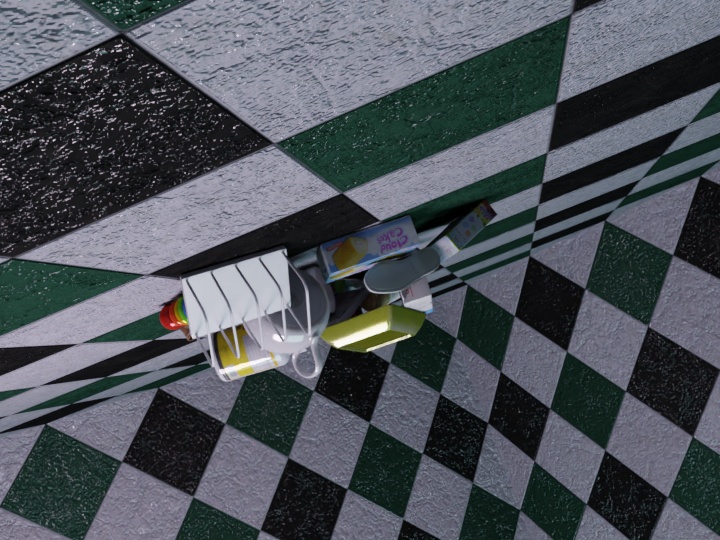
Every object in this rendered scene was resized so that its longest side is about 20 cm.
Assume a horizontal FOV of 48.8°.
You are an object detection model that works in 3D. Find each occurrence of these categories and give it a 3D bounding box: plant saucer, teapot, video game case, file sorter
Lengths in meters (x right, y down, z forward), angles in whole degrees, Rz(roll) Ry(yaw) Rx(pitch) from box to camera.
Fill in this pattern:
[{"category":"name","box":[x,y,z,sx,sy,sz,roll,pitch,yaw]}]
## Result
[{"category":"plant saucer","box":[0.032,0.140,1.807,0.199,0.048,0.199,-22,161,24]},{"category":"teapot","box":[-0.161,0.100,1.630,0.196,0.201,0.147,16,135,-11]},{"category":"video game case","box":[-0.089,0.099,1.891,0.199,0.018,0.143,-12,-155,35]},{"category":"file sorter","box":[-0.202,0.068,1.425,0.198,0.125,0.140,-17,129,-21]}]

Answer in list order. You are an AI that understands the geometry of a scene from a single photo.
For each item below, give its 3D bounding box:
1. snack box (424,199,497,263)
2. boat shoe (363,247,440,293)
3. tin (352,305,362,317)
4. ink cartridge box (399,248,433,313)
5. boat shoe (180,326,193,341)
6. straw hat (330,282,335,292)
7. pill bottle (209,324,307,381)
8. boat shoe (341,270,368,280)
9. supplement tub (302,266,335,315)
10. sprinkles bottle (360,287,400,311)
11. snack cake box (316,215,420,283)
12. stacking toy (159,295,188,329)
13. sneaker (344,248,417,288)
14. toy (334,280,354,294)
[{"category":"snack box","box":[0.216,-0.077,1.846,0.142,0.053,0.200,-43,-179,-24]},{"category":"boat shoe","box":[0.081,0.010,1.674,0.199,0.076,0.060,-16,167,-32]},{"category":"tin","box":[-0.063,0.116,1.973,0.111,0.042,0.200,-10,180,-23]},{"category":"ink cartridge box","box":[0.116,0.028,1.803,0.067,0.117,0.200,-18,163,2]},{"category":"boat shoe","box":[-0.331,0.103,1.755,0.075,0.072,0.199,-12,169,-47]},{"category":"straw hat","box":[-0.076,0.052,2.023,0.199,0.086,0.201,-20,172,-3]},{"category":"pill bottle","box":[-0.222,0.165,1.744,0.198,0.113,0.112,-16,173,2]},{"category":"boat shoe","box":[0.000,0.000,1.774,0.199,0.057,0.067,4,131,-42]},{"category":"supplement tub","box":[-0.168,0.079,1.832,0.199,0.124,0.122,-22,173,13]},{"category":"sprinkles bottle","box":[0.078,0.042,1.978,0.068,0.069,0.199,-27,179,43]},{"category":"snack cake box","box":[0.013,-0.043,1.653,0.198,0.068,0.115,-19,172,-11]},{"category":"stacking toy","box":[-0.331,0.077,1.567,0.085,0.086,0.199,-13,174,-45]},{"category":"sneaker","box":[0.056,-0.028,1.884,0.199,0.078,0.140,-27,178,-46]},{"category":"toy","box":[0.020,0.024,1.996,0.199,0.047,0.116,-13,129,-41]}]
